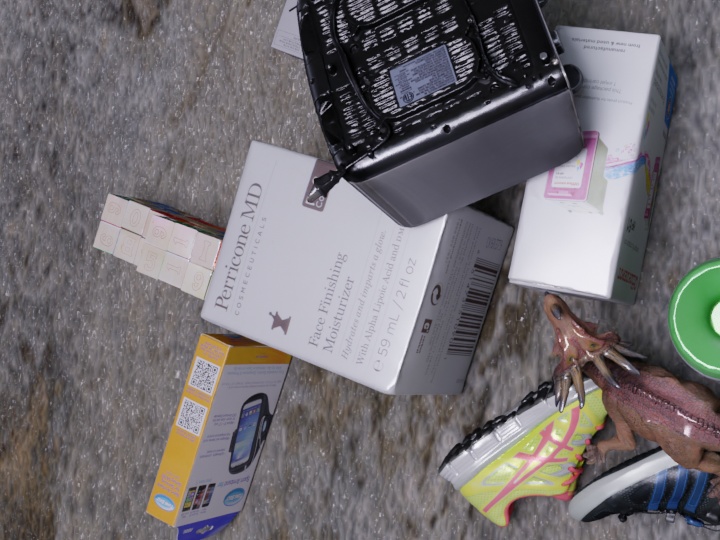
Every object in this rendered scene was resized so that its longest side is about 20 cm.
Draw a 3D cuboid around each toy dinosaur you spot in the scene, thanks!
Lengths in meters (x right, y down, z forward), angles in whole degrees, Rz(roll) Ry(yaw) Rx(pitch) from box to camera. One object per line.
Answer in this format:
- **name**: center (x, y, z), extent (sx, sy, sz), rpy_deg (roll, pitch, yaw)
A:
- **toy dinosaur**: center (0.215, 0.097, 0.737), extent (0.199, 0.136, 0.086), rpy_deg (17, 68, 37)

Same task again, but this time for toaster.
- **toaster**: center (0.052, -0.145, 0.747), extent (0.199, 0.119, 0.182), rpy_deg (-23, 62, 16)

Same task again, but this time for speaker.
- **speaker**: center (0.277, 0.036, 0.736), extent (0.088, 0.200, 0.089), rpy_deg (-2, 85, 26)

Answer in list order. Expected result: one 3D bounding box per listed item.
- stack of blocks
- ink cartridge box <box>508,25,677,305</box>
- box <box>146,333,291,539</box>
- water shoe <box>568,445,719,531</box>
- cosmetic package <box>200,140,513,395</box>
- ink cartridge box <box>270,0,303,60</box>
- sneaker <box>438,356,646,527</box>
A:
- **stack of blocks**: center (-0.169, -0.018, 1.011), extent (0.199, 0.115, 0.059), rpy_deg (21, 95, 27)
- **ink cartridge box**: center (0.191, -0.076, 0.819), extent (0.084, 0.144, 0.202), rpy_deg (12, 91, 23)
- **box**: center (-0.136, 0.161, 0.979), extent (0.041, 0.119, 0.202), rpy_deg (22, 95, 26)
- **water shoe**: center (0.261, 0.174, 0.806), extent (0.199, 0.071, 0.079), rpy_deg (-30, 76, 22)
- **cosmetic package**: center (0.000, 0.000, 0.897), extent (0.199, 0.165, 0.166), rpy_deg (18, 92, 27)
- **ink cartridge box**: center (0.027, -0.204, 0.875), extent (0.199, 0.044, 0.095), rpy_deg (24, 99, 21)
- **sneaker**: center (0.167, 0.145, 0.861), extent (0.200, 0.078, 0.091), rpy_deg (-38, 85, 21)
